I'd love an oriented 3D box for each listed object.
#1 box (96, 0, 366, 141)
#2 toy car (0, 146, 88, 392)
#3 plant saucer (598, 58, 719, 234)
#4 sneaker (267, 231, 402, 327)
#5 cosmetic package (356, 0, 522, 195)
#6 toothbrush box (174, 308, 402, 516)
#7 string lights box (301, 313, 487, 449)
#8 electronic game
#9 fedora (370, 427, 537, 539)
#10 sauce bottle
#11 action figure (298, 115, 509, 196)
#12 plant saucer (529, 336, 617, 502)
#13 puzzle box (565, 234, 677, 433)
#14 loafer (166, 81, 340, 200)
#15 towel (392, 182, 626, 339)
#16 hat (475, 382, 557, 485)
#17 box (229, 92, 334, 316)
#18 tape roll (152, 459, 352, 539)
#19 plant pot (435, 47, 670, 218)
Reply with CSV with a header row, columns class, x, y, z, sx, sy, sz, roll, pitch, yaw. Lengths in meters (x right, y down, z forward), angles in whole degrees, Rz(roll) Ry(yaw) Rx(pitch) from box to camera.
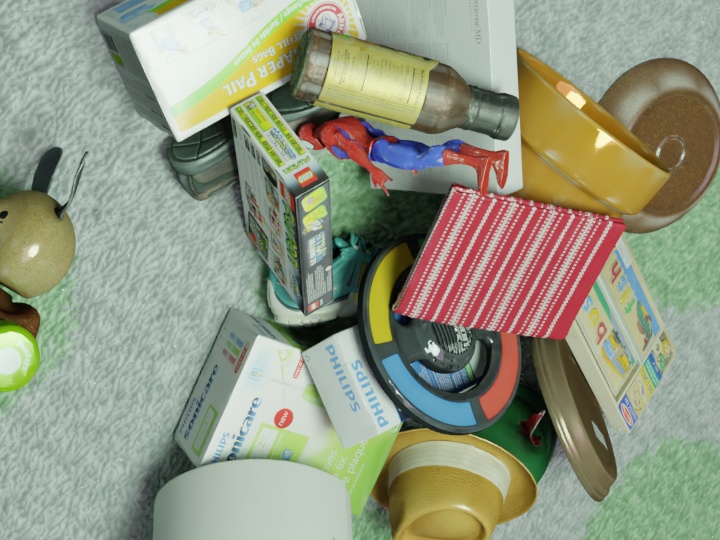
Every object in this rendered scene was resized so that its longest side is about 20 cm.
class,x,y,z,sx,sy,sz,roll,pitch,yaw
box,-0.112,-0.214,1.082,0.199,0.112,0.102,-31,119,-16
toy car,-0.303,-0.026,1.030,0.158,0.164,0.201,42,77,-32
plant saucer,0.340,-0.134,1.387,0.198,0.037,0.203,-9,112,-23
sneaker,0.000,0.000,1.240,0.198,0.077,0.081,-14,101,-24
cosmetic package,0.073,-0.175,1.156,0.051,0.149,0.203,-22,113,-46
toothbrush box,-0.065,0.145,1.248,0.198,0.086,0.147,23,96,-30
string lights box,0.047,0.089,1.222,0.199,0.059,0.104,-20,84,-43
electronic game,0.079,0.060,1.192,0.198,0.041,0.203,17,59,-32
fedora,0.088,0.247,1.302,0.201,0.199,0.082,48,41,-31
sauce bottle,0.040,-0.153,1.057,0.197,0.065,0.066,14,102,-17
action figure,0.029,-0.102,1.084,0.065,0.198,0.052,-29,131,-53
plant saucer,0.235,0.151,1.345,0.029,0.201,0.201,-22,121,15
puzzle box,0.293,0.070,1.413,0.133,0.025,0.201,-50,125,-28
loafer,-0.086,-0.133,1.160,0.198,0.072,0.063,-27,138,-9
towel,0.141,-0.005,1.155,0.198,0.023,0.146,9,121,-26
hat,0.181,0.224,1.346,0.199,0.176,0.167,26,94,-31
box,-0.068,-0.054,1.107,0.034,0.110,0.201,-30,154,-17
tape roll,-0.103,0.291,1.193,0.199,0.141,0.204,-2,144,-2
plant pot,0.176,-0.089,1.241,0.199,0.201,0.184,28,110,-32
